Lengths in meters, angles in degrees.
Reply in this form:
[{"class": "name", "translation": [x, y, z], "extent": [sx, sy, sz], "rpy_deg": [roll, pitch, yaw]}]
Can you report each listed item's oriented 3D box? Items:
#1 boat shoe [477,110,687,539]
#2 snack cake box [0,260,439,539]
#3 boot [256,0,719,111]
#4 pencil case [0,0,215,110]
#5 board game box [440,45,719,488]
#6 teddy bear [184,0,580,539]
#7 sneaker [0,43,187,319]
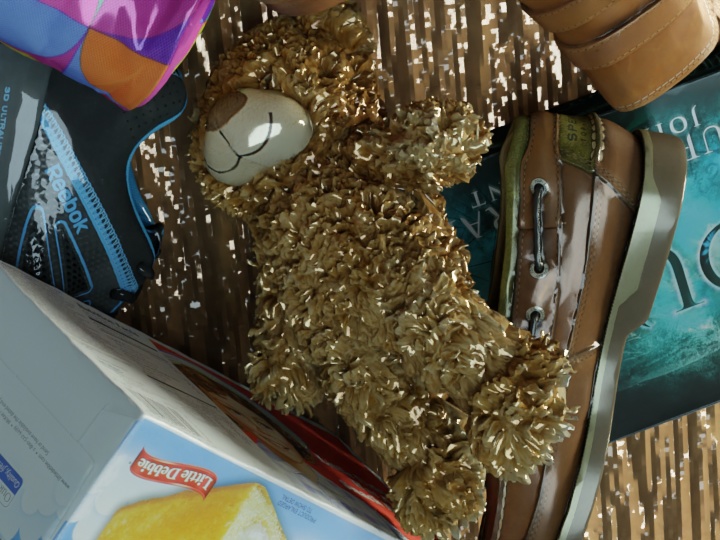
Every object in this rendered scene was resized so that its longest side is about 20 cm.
[{"class": "boat shoe", "translation": [0.061, 0.037, 1.047], "extent": [0.068, 0.072, 0.201], "rpy_deg": [12, 102, -8]}, {"class": "snack cake box", "translation": [-0.058, 0.081, 1.004], "extent": [0.200, 0.115, 0.067], "rpy_deg": [31, 96, -44]}, {"class": "boot", "translation": [0.058, -0.114, 0.983], "extent": [0.200, 0.077, 0.155], "rpy_deg": [-44, 133, -18]}, {"class": "pencil case", "translation": [-0.138, -0.132, 0.950], "extent": [0.200, 0.088, 0.089], "rpy_deg": [29, 105, -12]}, {"class": "board game box", "translation": [0.098, -0.001, 1.085], "extent": [0.199, 0.028, 0.136], "rpy_deg": [-20, 114, 0]}, {"class": "teddy bear", "translation": [0.000, 0.000, 0.990], "extent": [0.067, 0.145, 0.201], "rpy_deg": [-18, 87, -36]}, {"class": "sneaker", "translation": [-0.114, 0.009, 1.030], "extent": [0.082, 0.073, 0.201], "rpy_deg": [7, 111, -12]}]
